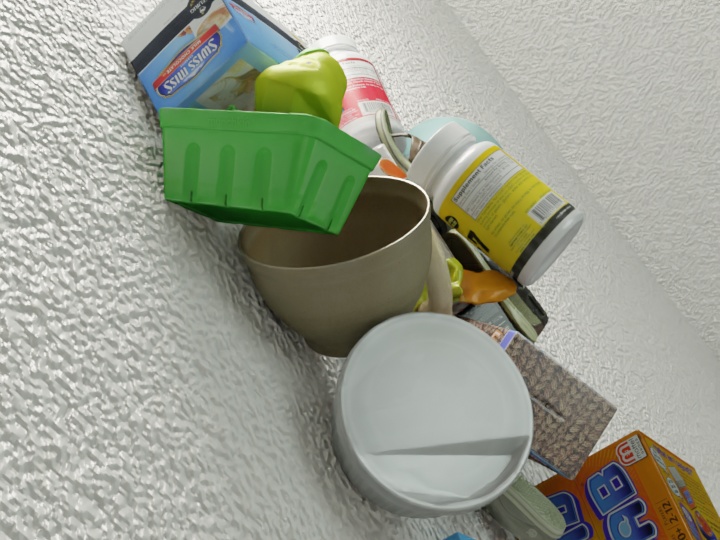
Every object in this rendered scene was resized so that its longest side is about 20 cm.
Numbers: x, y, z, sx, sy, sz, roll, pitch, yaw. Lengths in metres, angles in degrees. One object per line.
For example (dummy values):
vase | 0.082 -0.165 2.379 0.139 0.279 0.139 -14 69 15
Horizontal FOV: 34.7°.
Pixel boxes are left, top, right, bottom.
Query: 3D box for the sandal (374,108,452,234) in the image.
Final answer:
sandal | 0.077 -0.133 1.514 0.201 0.057 0.080 59 -1 26

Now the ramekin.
ramekin | 0.062 0.151 1.133 0.202 0.094 0.203 7 61 -13

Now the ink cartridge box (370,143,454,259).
ink cartridge box | 0.048 -0.045 1.485 0.200 0.083 0.147 59 -2 10

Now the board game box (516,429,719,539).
board game box | 0.337 0.352 1.425 0.200 0.200 0.200 33 30 -48

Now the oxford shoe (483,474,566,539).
oxford shoe | 0.158 0.256 1.380 0.200 0.058 0.075 45 23 14

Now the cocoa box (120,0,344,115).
cocoa box | -0.138 -0.216 1.285 0.200 0.133 0.131 26 29 -56

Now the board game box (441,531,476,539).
board game box | 0.151 0.381 1.180 0.153 0.040 0.200 34 30 -48

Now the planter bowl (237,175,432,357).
planter bowl | -0.015 0.005 1.198 0.200 0.200 0.135 -83 163 -61

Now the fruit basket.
fruit basket | -0.082 -0.145 1.152 0.155 0.215 0.216 23 38 -57

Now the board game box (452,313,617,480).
board game box | 0.166 0.139 1.331 0.159 0.097 0.200 37 -8 -20

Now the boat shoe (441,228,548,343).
boat shoe | 0.182 0.014 1.542 0.066 0.072 0.201 -45 108 -27

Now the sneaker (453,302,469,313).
sneaker | 0.156 0.082 1.595 0.105 0.075 0.201 40 27 -64

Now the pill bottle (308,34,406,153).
pill bottle | -0.015 -0.240 1.658 0.112 0.112 0.200 29 33 -52

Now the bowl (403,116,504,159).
bowl | 0.115 -0.114 1.677 0.201 0.201 0.105 55 32 -2

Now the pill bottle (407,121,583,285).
pill bottle | 0.161 -0.084 1.398 0.200 0.114 0.114 41 16 14

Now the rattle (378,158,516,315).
rattle | 0.105 -0.043 1.319 0.130 0.142 0.200 -94 174 -73

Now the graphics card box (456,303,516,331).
graphics card box | 0.172 0.145 1.492 0.125 0.051 0.200 -34 90 -28
